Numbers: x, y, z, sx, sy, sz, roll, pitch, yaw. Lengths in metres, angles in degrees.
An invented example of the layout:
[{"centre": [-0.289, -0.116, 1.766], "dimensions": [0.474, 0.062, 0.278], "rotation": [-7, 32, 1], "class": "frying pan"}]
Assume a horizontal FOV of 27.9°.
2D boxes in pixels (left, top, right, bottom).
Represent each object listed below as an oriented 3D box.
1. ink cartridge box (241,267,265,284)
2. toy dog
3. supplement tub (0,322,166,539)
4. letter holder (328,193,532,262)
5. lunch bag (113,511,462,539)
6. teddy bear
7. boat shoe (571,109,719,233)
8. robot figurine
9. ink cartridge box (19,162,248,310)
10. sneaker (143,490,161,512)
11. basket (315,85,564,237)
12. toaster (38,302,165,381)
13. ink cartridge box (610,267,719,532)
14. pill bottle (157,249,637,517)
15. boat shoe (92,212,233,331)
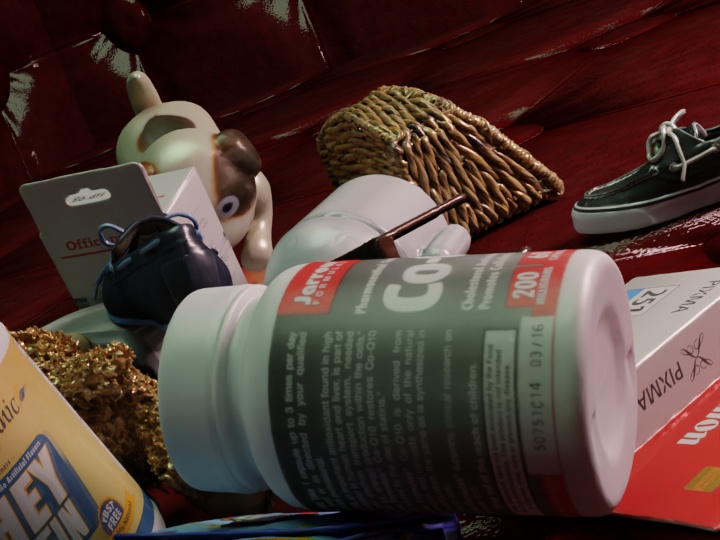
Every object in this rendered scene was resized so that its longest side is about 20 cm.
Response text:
[{"centre": [-0.092, 0.035, 1.223], "dimensions": [0.161, 0.050, 0.200], "rotation": [-23, 10, -2], "class": "ink cartridge box"}, {"centre": [-0.138, -0.075, 1.223], "dimensions": [0.138, 0.196, 0.200], "rotation": [-13, 12, -10], "class": "toy dog"}, {"centre": [-0.207, 0.109, 0.732], "dimensions": [0.144, 0.201, 0.145], "rotation": [-30, 23, 14], "class": "supplement tub"}, {"centre": [0.023, 0.027, 0.866], "dimensions": [0.142, 0.101, 0.200], "rotation": [-31, 2, -38], "class": "letter holder"}, {"centre": [-0.052, 0.152, 0.663], "dimensions": [0.150, 0.095, 0.200], "rotation": [-12, 3, 30], "class": "lunch bag"}, {"centre": [-0.133, 0.084, 0.841], "dimensions": [0.199, 0.145, 0.067], "rotation": [12, 68, 42], "class": "teddy bear"}, {"centre": [0.249, -0.084, 1.092], "dimensions": [0.198, 0.069, 0.074], "rotation": [-17, 14, 23], "class": "boat shoe"}, {"centre": [0.000, 0.000, 1.067], "dimensions": [0.169, 0.114, 0.200], "rotation": [-17, 14, 27], "class": "robot figurine"}, {"centre": [-0.161, -0.005, 1.104], "dimensions": [0.115, 0.201, 0.067], "rotation": [-8, 31, 24], "class": "ink cartridge box"}, {"centre": [-0.218, 0.166, 0.866], "dimensions": [0.198, 0.082, 0.076], "rotation": [-5, 7, -17], "class": "sneaker"}, {"centre": [0.064, -0.109, 1.328], "dimensions": [0.148, 0.144, 0.200], "rotation": [-27, 14, -16], "class": "basket"}, {"centre": [-0.173, 0.081, 1.033], "dimensions": [0.199, 0.114, 0.129], "rotation": [-14, 13, 25], "class": "toaster"}, {"centre": [0.158, 0.057, 0.742], "dimensions": [0.199, 0.045, 0.176], "rotation": [-33, 16, -36], "class": "ink cartridge box"}, {"centre": [0.017, 0.051, 0.653], "dimensions": [0.198, 0.115, 0.114], "rotation": [-2, 20, 22], "class": "pill bottle"}, {"centre": [-0.124, -0.006, 0.943], "dimensions": [0.084, 0.069, 0.200], "rotation": [-19, 8, -26], "class": "boat shoe"}]
